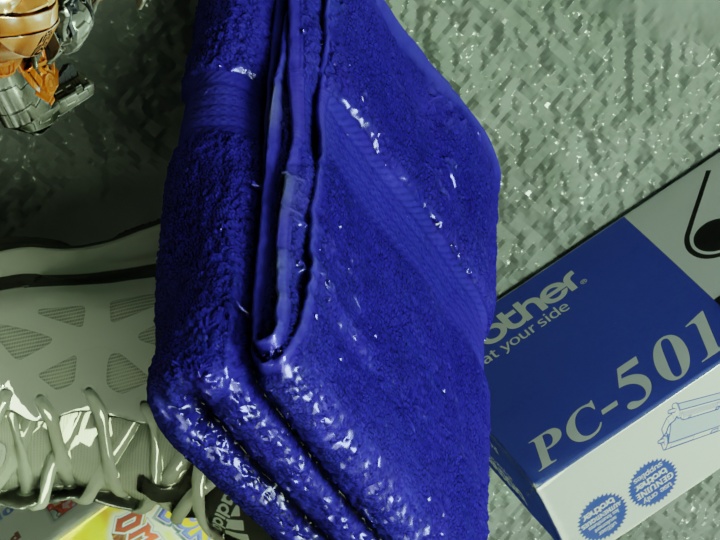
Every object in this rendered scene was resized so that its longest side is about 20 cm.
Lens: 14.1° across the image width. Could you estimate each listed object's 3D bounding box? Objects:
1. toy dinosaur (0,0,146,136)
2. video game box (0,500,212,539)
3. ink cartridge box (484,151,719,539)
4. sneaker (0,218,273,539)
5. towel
[{"bbox_3d":[-0.107,-0.098,0.789,0.102,0.200,0.136,-11,104,5],"label":"toy dinosaur"},{"bbox_3d":[-0.085,0.157,1.016,0.182,0.047,0.200,-37,128,-5],"label":"video game box"},{"bbox_3d":[0.128,0.010,1.011,0.200,0.094,0.044,-33,127,-6],"label":"ink cartridge box"},{"bbox_3d":[-0.073,0.048,0.883,0.200,0.115,0.076,-20,141,-35],"label":"sneaker"},{"bbox_3d":[0.000,0.000,0.875,0.049,0.200,0.148,-25,129,27],"label":"towel"}]
